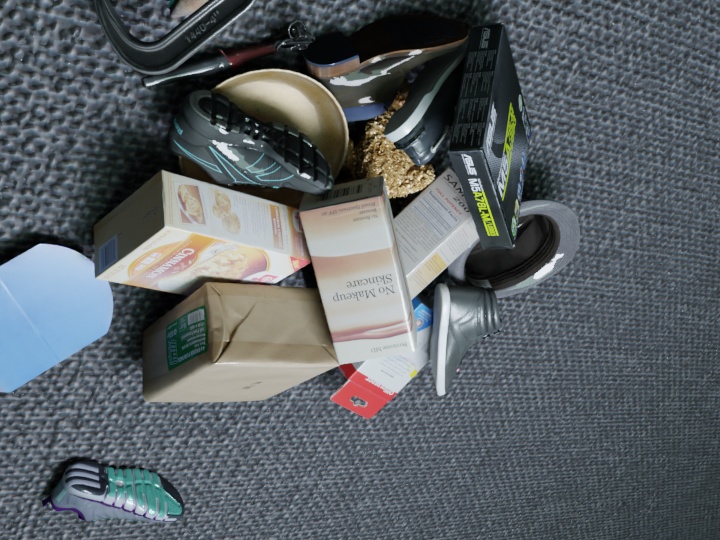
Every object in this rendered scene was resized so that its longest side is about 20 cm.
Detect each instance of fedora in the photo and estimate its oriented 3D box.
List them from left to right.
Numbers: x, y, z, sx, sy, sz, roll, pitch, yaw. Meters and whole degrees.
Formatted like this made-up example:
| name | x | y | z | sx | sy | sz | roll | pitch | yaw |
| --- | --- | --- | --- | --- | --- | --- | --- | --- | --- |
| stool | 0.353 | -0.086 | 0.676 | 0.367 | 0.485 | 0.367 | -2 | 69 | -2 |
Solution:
| name | x | y | z | sx | sy | sz | roll | pitch | yaw |
| --- | --- | --- | --- | --- | --- | --- | --- | --- | --- |
| fedora | 0.212 | -0.049 | 1.392 | 0.200 | 0.090 | 0.177 | -27 | 135 | 1 |

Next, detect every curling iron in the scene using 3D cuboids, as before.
| name | x | y | z | sx | sy | sz | roll | pitch | yaw |
| --- | --- | --- | --- | --- | --- | --- | --- | --- | --- |
| curling iron | -0.143 | -0.236 | 1.033 | 0.200 | 0.026 | 0.050 | -19 | 172 | -15 |

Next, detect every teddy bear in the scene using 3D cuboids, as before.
| name | x | y | z | sx | sy | sz | roll | pitch | yaw |
| --- | --- | --- | --- | --- | --- | --- | --- | --- | --- |
| teddy bear | 0.029 | -0.140 | 1.177 | 0.200 | 0.067 | 0.145 | -44 | 119 | -7 |

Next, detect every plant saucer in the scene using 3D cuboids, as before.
| name | x | y | z | sx | sy | sz | roll | pitch | yaw |
| --- | --- | --- | --- | --- | --- | --- | --- | --- | --- |
| plant saucer | -0.114 | -0.150 | 1.105 | 0.200 | 0.035 | 0.200 | -10 | 130 | -13 |

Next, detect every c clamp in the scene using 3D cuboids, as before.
| name | x | y | z | sx | sy | sz | roll | pitch | yaw |
| --- | --- | --- | --- | --- | --- | --- | --- | --- | --- |
| c clamp | -0.184 | -0.297 | 0.913 | 0.200 | 0.027 | 0.171 | -41 | 97 | 12 |

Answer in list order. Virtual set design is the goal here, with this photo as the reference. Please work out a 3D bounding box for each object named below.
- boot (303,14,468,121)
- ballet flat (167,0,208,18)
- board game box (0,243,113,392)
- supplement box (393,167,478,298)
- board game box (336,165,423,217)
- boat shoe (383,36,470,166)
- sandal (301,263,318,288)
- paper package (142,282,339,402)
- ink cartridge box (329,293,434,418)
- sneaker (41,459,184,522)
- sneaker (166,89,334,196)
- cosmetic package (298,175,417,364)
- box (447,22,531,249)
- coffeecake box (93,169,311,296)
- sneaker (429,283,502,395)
| name | x | y | z | sx | sy | sz | roll | pitch | yaw |
| --- | --- | --- | --- | --- | --- | --- | --- | --- | --- |
| boot | 0.030 | -0.240 | 1.126 | 0.200 | 0.075 | 0.097 | -13 | 141 | -11 |
| ballet flat | -0.111 | -0.317 | 0.948 | 0.067 | 0.068 | 0.200 | 39 | 102 | -13 |
| board game box | -0.394 | 0.047 | 1.105 | 0.200 | 0.039 | 0.158 | -33 | 133 | -13 |
| supplement box | 0.075 | -0.031 | 1.259 | 0.200 | 0.074 | 0.126 | -43 | 165 | 2 |
| board game box | 0.030 | -0.079 | 1.290 | 0.120 | 0.032 | 0.200 | -20 | 135 | -15 |
| boat shoe | 0.094 | -0.204 | 1.135 | 0.060 | 0.076 | 0.200 | 47 | 58 | -20 |
| sandal | -0.042 | 0.025 | 1.296 | 0.048 | 0.075 | 0.201 | -29 | 137 | -14 |
| paper package | -0.155 | 0.097 | 1.197 | 0.190 | 0.104 | 0.200 | 4 | 159 | -37 |
| ink cartridge box | 0.038 | 0.123 | 1.439 | 0.200 | 0.067 | 0.116 | -46 | 138 | 8 |
| sneaker | -0.353 | 0.331 | 1.366 | 0.200 | 0.074 | 0.088 | 30 | 120 | -36 |
| sneaker | -0.121 | -0.130 | 1.059 | 0.200 | 0.075 | 0.079 | 26 | 128 | -27 |
| cosmetic package | 0.000 | 0.000 | 1.130 | 0.103 | 0.087 | 0.200 | -12 | 111 | 8 |
| box | 0.161 | -0.159 | 1.144 | 0.047 | 0.200 | 0.193 | 1 | 146 | 20 |
| coffeecake box | -0.183 | -0.031 | 1.104 | 0.200 | 0.073 | 0.153 | 13 | 149 | -41 |
| sneaker | 0.156 | 0.104 | 1.387 | 0.099 | 0.071 | 0.200 | -3 | 125 | -7 |
